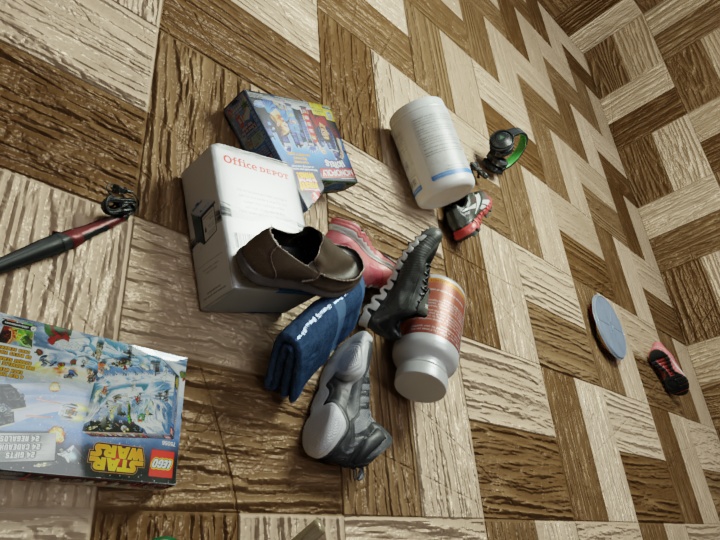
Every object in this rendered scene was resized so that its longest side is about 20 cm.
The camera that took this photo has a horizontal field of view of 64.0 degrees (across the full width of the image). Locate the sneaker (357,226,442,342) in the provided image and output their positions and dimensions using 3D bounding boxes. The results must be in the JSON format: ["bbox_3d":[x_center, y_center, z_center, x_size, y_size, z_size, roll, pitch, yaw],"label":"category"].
[{"bbox_3d":[0.083,0.029,0.916,0.090,0.201,0.066,37,2,19],"label":"sneaker"}]

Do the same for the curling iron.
[{"bbox_3d":[-0.321,-0.043,0.622,0.200,0.025,0.050,-45,140,-48],"label":"curling iron"}]

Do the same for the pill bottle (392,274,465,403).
[{"bbox_3d":[0.114,0.113,0.966,0.112,0.112,0.202,42,41,-24],"label":"pill bottle"}]

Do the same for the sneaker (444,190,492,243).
[{"bbox_3d":[0.244,-0.148,1.312,0.098,0.070,0.201,55,39,-12],"label":"sneaker"}]

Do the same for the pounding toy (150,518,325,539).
[{"bbox_3d":[-0.149,0.308,0.480,0.142,0.183,0.202,34,45,-31],"label":"pounding toy"}]

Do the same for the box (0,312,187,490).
[{"bbox_3d":[-0.272,0.134,0.563,0.199,0.040,0.139,24,50,-39],"label":"box"}]

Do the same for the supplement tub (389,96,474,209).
[{"bbox_3d":[0.150,-0.245,1.213,0.131,0.131,0.203,-3,71,-50],"label":"supplement tub"}]

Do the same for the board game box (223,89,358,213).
[{"bbox_3d":[-0.101,-0.178,0.938,0.199,0.061,0.203,-7,74,-51],"label":"board game box"}]

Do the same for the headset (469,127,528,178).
[{"bbox_3d":[0.372,-0.300,1.522,0.198,0.124,0.094,-23,56,-24],"label":"headset"}]

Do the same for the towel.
[{"bbox_3d":[-0.053,0.084,0.793,0.048,0.113,0.200,27,35,15],"label":"towel"}]

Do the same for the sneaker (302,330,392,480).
[{"bbox_3d":[-0.004,0.191,0.816,0.114,0.075,0.202,43,47,-24],"label":"sneaker"}]

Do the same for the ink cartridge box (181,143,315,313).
[{"bbox_3d":[-0.149,-0.051,0.783,0.145,0.085,0.203,7,62,-47],"label":"ink cartridge box"}]

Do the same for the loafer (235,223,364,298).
[{"bbox_3d":[-0.059,-0.014,0.728,0.198,0.071,0.074,2,51,-49],"label":"loafer"}]

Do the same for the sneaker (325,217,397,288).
[{"bbox_3d":[0.000,0.000,0.957,0.200,0.073,0.087,42,72,-35],"label":"sneaker"}]

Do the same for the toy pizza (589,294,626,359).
[{"bbox_3d":[0.735,0.171,1.721,0.199,0.032,0.203,29,48,-37],"label":"toy pizza"}]

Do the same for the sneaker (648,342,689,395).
[{"bbox_3d":[1.046,0.326,1.940,0.201,0.073,0.087,56,36,-7],"label":"sneaker"}]
